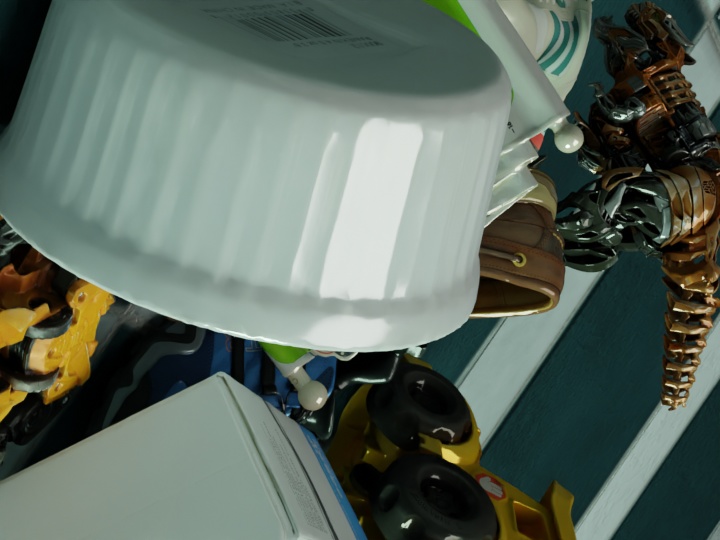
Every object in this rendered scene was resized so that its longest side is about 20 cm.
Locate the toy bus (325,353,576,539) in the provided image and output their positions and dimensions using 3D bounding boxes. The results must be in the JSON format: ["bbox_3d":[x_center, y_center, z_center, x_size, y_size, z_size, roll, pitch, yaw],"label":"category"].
[{"bbox_3d":[0.069,0.163,1.488,0.200,0.192,0.136,-95,-151,-53],"label":"toy bus"}]

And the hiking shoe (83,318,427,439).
[{"bbox_3d":[-0.055,0.057,1.286,0.200,0.087,0.074,-40,154,-38],"label":"hiking shoe"}]

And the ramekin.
[{"bbox_3d":[-0.038,-0.057,1.013,0.200,0.200,0.098,-20,131,-58],"label":"ramekin"}]

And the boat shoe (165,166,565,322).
[{"bbox_3d":[0.000,0.000,1.220,0.200,0.068,0.072,-8,153,-8],"label":"boat shoe"}]

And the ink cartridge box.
[{"bbox_3d":[-0.086,0.125,1.165,0.145,0.084,0.200,-27,166,4],"label":"ink cartridge box"}]

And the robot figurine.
[{"bbox_3d":[-0.174,0.036,1.033,0.200,0.058,0.145,-30,148,-48],"label":"robot figurine"}]

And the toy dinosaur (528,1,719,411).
[{"bbox_3d":[0.136,-0.036,1.305,0.102,0.135,0.200,74,8,-52],"label":"toy dinosaur"}]

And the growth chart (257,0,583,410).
[{"bbox_3d":[0.001,-0.054,1.187,0.200,0.145,0.018,-42,-179,-12],"label":"growth chart"}]

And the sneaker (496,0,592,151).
[{"bbox_3d":[0.078,-0.132,1.342,0.094,0.070,0.200,-61,163,-8],"label":"sneaker"}]
